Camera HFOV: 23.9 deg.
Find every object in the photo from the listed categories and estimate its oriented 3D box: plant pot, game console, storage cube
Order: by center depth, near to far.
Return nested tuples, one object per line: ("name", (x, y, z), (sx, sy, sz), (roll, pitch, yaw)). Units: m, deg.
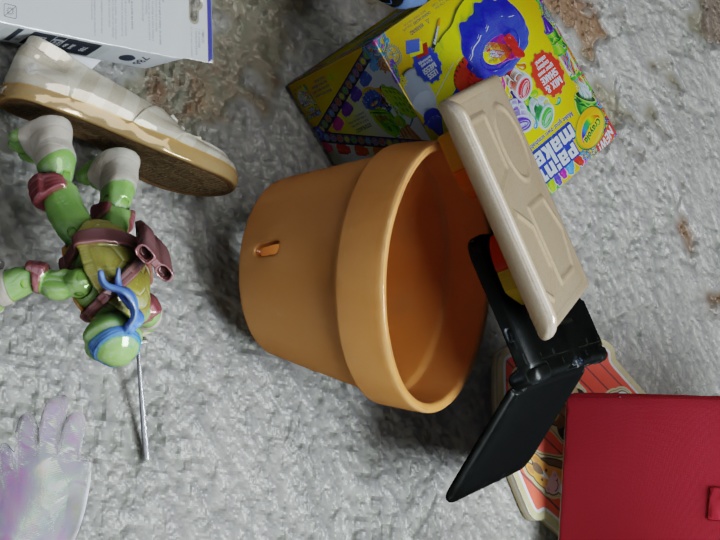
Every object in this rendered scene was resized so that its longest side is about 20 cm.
("plant pot", (0.000, 0.000, 1.291), (0.200, 0.139, 0.202), (-17, 109, -62))
("game console", (0.113, 0.070, 1.360), (0.177, 0.116, 0.200), (67, 21, 7))
("storage cube", (0.287, 0.200, 1.437), (0.170, 0.179, 0.202), (12, 80, -45))

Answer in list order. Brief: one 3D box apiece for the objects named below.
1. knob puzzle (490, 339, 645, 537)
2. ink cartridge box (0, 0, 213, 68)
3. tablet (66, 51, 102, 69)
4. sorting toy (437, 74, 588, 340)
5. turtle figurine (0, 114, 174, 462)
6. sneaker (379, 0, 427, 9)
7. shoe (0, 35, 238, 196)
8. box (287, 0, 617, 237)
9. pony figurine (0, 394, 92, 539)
("knob puzzle", (0.190, 0.137, 1.505), (0.218, 0.030, 0.222), (12, 70, -35))
("ink cartridge box", (-0.203, -0.211, 1.271), (0.199, 0.039, 0.100), (8, 73, -35))
("tablet", (-0.239, -0.259, 1.289), (0.200, 0.014, 0.130), (50, 53, -16))
("sorting toy", (0.113, -0.050, 1.288), (0.186, 0.036, 0.200), (66, 17, -5))
("turtle figurine", (-0.209, 0.007, 1.195), (0.143, 0.201, 0.195), (1, 55, -16))
("sneaker", (-0.026, -0.266, 1.379), (0.077, 0.071, 0.200), (-22, 47, -29))
("shoe", (-0.172, -0.111, 1.261), (0.199, 0.070, 0.054), (25, 66, -31))
("box", (0.081, -0.135, 1.439), (0.200, 0.122, 0.193), (-40, 104, -39))
("pony figurine", (-0.261, 0.169, 1.073), (0.199, 0.166, 0.195), (-22, 122, -46))
